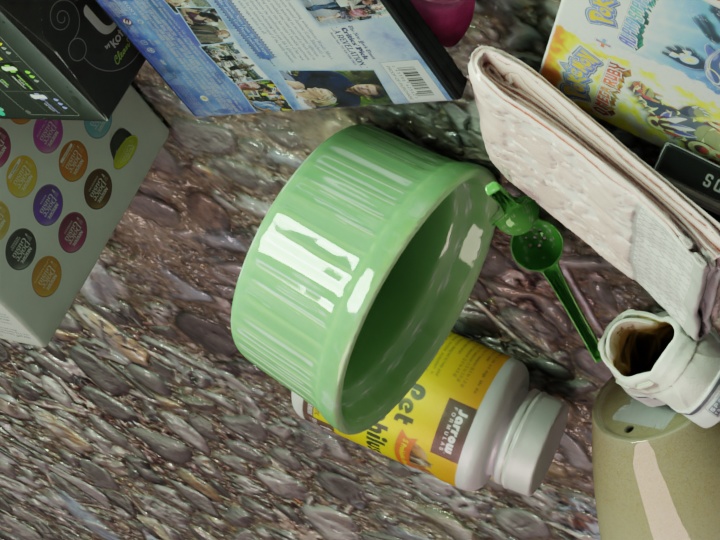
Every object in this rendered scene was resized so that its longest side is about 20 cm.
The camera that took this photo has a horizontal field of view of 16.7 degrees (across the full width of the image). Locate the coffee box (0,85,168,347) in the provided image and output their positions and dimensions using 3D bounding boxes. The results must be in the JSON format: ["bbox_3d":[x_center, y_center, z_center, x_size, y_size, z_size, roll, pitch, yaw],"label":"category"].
[{"bbox_3d":[-0.300,-0.089,1.784,0.200,0.200,0.198,9,151,38],"label":"coffee box"}]

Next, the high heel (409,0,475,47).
[{"bbox_3d":[-0.028,-0.187,1.439,0.200,0.067,0.096,12,144,7],"label":"high heel"}]

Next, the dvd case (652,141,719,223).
[{"bbox_3d":[0.242,-0.014,1.480,0.150,0.025,0.200,26,171,8],"label":"dvd case"}]

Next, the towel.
[{"bbox_3d":[0.144,-0.044,1.474,0.191,0.032,0.200,41,173,14],"label":"towel"}]

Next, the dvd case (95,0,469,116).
[{"bbox_3d":[-0.053,-0.143,1.447,0.200,0.018,0.143,-1,145,34],"label":"dvd case"}]

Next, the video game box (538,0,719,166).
[{"bbox_3d":[0.197,-0.121,1.342,0.182,0.047,0.200,28,158,7],"label":"video game box"}]

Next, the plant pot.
[{"bbox_3d":[0.243,0.161,1.747,0.187,0.187,0.200,7,136,41],"label":"plant pot"}]

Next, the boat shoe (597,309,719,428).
[{"bbox_3d":[0.194,0.053,1.624,0.070,0.071,0.200,33,-176,-11],"label":"boat shoe"}]

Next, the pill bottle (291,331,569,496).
[{"bbox_3d":[0.055,0.099,1.888,0.200,0.109,0.109,23,157,14],"label":"pill bottle"}]

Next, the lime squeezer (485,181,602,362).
[{"bbox_3d":[0.111,-0.017,1.631,0.038,0.071,0.200,-16,139,18],"label":"lime squeezer"}]

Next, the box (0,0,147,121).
[{"bbox_3d":[-0.224,-0.188,1.554,0.200,0.149,0.124,4,147,44],"label":"box"}]

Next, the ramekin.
[{"bbox_3d":[0.000,0.000,1.640,0.098,0.200,0.200,29,159,18],"label":"ramekin"}]
